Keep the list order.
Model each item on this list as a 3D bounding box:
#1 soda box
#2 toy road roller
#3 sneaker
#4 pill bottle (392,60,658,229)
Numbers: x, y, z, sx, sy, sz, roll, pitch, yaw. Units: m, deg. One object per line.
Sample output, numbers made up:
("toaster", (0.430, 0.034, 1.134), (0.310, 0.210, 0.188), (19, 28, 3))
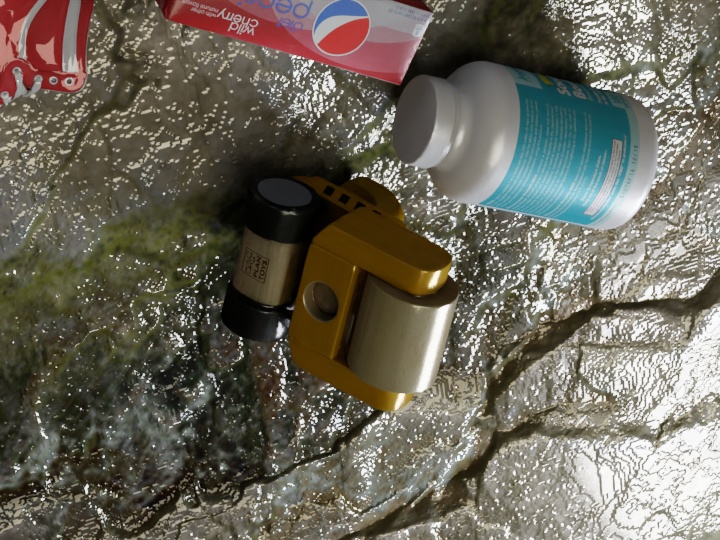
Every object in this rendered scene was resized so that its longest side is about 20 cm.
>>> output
("soda box", (-0.051, -0.197, 1.357), (0.198, 0.070, 0.064), (12, 116, -29))
("toy road roller", (0.000, 0.000, 1.440), (0.146, 0.199, 0.124), (-29, 140, -51))
("sneaker", (-0.263, -0.128, 1.312), (0.112, 0.071, 0.201), (26, 106, -30))
("pill bottle", (0.127, -0.100, 1.470), (0.198, 0.111, 0.112), (10, 117, -28))
